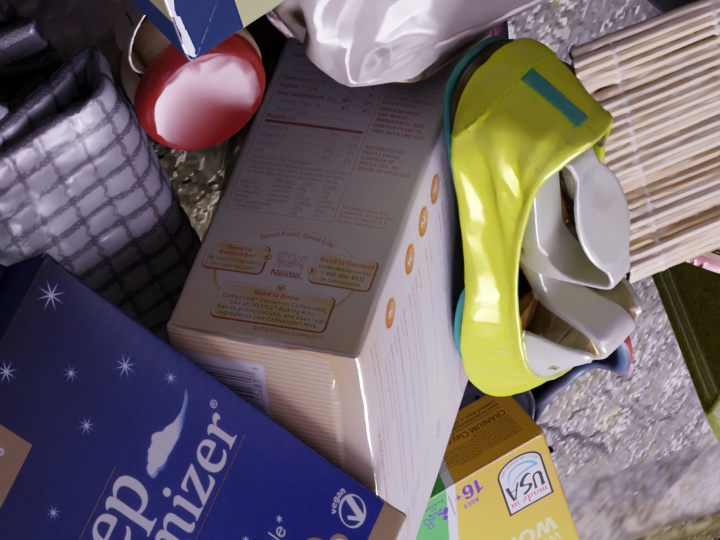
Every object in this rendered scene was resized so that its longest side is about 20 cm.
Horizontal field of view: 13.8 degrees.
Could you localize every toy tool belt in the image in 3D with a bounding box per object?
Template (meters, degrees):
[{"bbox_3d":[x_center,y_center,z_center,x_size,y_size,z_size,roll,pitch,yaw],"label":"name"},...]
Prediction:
[{"bbox_3d":[-0.008,-0.128,1.036,0.200,0.123,0.125,-28,139,-8],"label":"toy tool belt"}]

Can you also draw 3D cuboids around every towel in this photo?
[{"bbox_3d":[-0.160,0.008,1.049,0.200,0.086,0.166,-36,142,-7],"label":"towel"}]

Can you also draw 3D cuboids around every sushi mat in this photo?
[{"bbox_3d":[0.178,-0.072,1.104,0.200,0.012,0.096,-21,108,-9],"label":"sushi mat"}]

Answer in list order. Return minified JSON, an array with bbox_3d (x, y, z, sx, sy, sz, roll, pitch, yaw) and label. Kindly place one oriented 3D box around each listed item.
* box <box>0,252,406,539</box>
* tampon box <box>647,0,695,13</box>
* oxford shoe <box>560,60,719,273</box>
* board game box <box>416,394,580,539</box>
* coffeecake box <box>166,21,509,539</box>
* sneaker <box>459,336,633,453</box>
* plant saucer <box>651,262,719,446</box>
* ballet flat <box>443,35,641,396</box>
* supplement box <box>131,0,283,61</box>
[{"bbox_3d":[-0.085,0.081,0.975,0.200,0.032,0.121,37,62,-23],"label":"box"},{"bbox_3d":[0.216,-0.178,1.180,0.200,0.126,0.150,-23,140,-24],"label":"tampon box"},{"bbox_3d":[0.142,-0.039,1.144,0.200,0.070,0.075,29,109,-26],"label":"oxford shoe"},{"bbox_3d":[0.031,0.167,1.268,0.153,0.040,0.200,-30,127,-11],"label":"board game box"},{"bbox_3d":[0.000,0.000,1.108,0.154,0.073,0.200,83,22,-48],"label":"coffeecake box"},{"bbox_3d":[0.031,0.064,1.285,0.200,0.085,0.075,-36,144,-9],"label":"sneaker"},{"bbox_3d":[0.184,-0.024,1.281,0.048,0.200,0.200,15,119,-17],"label":"plant saucer"},{"bbox_3d":[0.070,-0.004,1.078,0.067,0.067,0.200,-45,151,-24],"label":"ballet flat"},{"bbox_3d":[-0.030,-0.213,0.900,0.200,0.134,0.200,-35,144,-12],"label":"supplement box"}]
